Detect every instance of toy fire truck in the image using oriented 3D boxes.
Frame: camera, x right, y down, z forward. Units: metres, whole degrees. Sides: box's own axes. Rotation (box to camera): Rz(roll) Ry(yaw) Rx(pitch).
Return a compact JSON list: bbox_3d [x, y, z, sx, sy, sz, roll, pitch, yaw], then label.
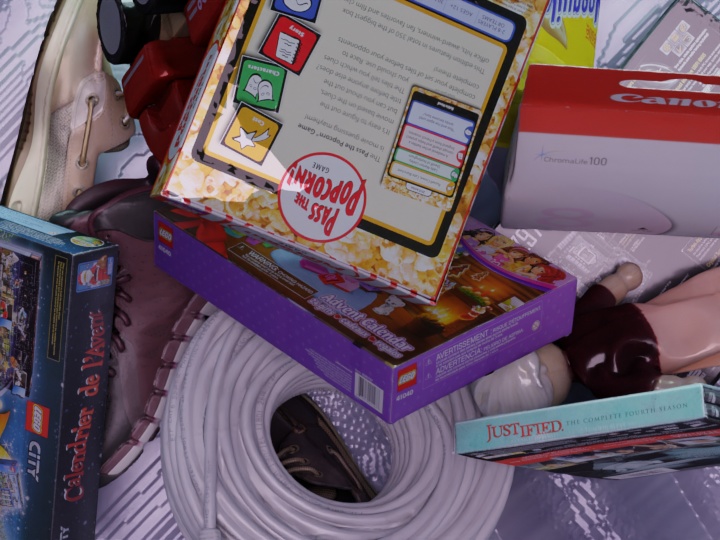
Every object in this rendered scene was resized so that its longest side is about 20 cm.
[{"bbox_3d":[-0.046,-0.093,1.213,0.128,0.176,0.200,-7,73,-25],"label":"toy fire truck"}]

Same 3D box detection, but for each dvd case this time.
[{"bbox_3d":[0.161,0.091,1.219,0.146,0.200,0.022,-12,74,31],"label":"dvd case"}]

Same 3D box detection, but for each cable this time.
[{"bbox_3d":[-0.013,0.098,1.248,0.200,0.069,0.200,-6,68,-16],"label":"cable"}]

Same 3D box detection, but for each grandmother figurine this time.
[{"bbox_3d":[0.158,0.041,1.236,0.200,0.121,0.061,-16,116,-7],"label":"grandmother figurine"}]

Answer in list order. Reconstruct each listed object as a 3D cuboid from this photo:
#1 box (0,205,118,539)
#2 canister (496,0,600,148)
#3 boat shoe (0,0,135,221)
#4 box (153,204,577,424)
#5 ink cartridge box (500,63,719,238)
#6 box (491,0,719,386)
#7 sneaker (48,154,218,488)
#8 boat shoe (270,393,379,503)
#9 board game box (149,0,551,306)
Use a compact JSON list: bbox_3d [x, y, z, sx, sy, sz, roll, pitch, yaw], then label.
[{"bbox_3d":[-0.207,0.066,1.273,0.136,0.038,0.200,18,109,34],"label":"box"},{"bbox_3d":[0.087,-0.182,1.247,0.086,0.148,0.200,2,80,24],"label":"canister"},{"bbox_3d":[-0.166,-0.089,1.311,0.065,0.072,0.200,14,92,-11],"label":"boat shoe"},{"bbox_3d":[0.000,0.000,1.218,0.200,0.137,0.039,32,132,38],"label":"box"},{"bbox_3d":[0.160,-0.058,1.190,0.162,0.200,0.057,3,84,1],"label":"ink cartridge box"},{"bbox_3d":[0.188,-0.036,1.312,0.160,0.044,0.200,38,92,0],"label":"box"},{"bbox_3d":[-0.149,0.020,1.288,0.115,0.076,0.200,34,82,-34],"label":"sneaker"},{"bbox_3d":[-0.032,0.127,1.308,0.200,0.073,0.075,43,92,0],"label":"boat shoe"},{"bbox_3d":[0.001,-0.102,1.117,0.151,0.046,0.200,23,85,-12],"label":"board game box"}]
